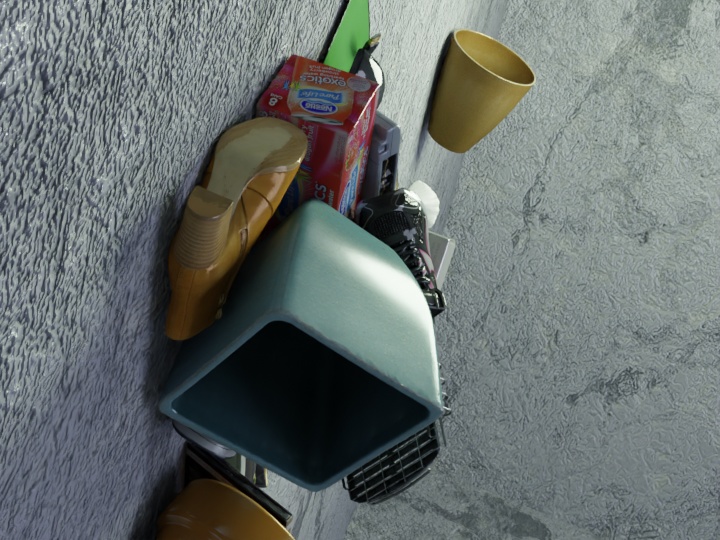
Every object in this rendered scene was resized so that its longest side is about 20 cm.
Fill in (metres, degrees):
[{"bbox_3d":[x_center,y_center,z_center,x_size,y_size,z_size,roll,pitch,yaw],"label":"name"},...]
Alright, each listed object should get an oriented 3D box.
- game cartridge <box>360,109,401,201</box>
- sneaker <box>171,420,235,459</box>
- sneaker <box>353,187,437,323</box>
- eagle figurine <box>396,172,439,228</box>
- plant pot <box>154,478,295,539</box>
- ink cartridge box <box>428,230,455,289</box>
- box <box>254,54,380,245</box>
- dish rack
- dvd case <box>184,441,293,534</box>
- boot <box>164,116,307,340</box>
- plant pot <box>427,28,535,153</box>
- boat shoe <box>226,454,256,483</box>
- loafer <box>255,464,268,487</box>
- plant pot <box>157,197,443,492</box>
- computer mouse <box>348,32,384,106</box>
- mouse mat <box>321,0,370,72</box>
[{"bbox_3d":[-0.017,-0.109,1.201,0.040,0.133,0.202,-33,146,-34],"label":"game cartridge"},{"bbox_3d":[-0.124,0.104,1.120,0.148,0.076,0.202,-61,-178,8],"label":"sneaker"},{"bbox_3d":[0.053,-0.004,1.170,0.201,0.079,0.087,63,6,-51],"label":"sneaker"},{"bbox_3d":[0.019,-0.078,1.470,0.153,0.150,0.200,-63,173,-2],"label":"eagle figurine"},{"bbox_3d":[-0.168,0.355,1.126,0.183,0.198,0.202,-45,157,-35],"label":"plant pot"},{"bbox_3d":[0.000,0.000,1.326,0.083,0.197,0.149,8,102,-79],"label":"ink cartridge box"},{"bbox_3d":[-0.051,-0.102,1.106,0.202,0.098,0.096,101,13,-46],"label":"box"},{"bbox_3d":[0.032,0.129,1.095,0.153,0.054,0.203,-39,-132,38],"label":"dish rack"},{"bbox_3d":[-0.144,0.294,1.228,0.016,0.148,0.202,-38,151,-39],"label":"dvd case"},{"bbox_3d":[-0.118,-0.039,0.970,0.202,0.070,0.145,-55,168,-50],"label":"boot"},{"bbox_3d":[0.220,-0.339,2.144,0.202,0.185,0.187,-60,178,31],"label":"plant pot"},{"bbox_3d":[-0.159,0.260,1.301,0.061,0.071,0.204,-47,153,-59],"label":"boat shoe"},{"bbox_3d":[-0.119,0.177,1.375,0.073,0.071,0.203,61,48,-77],"label":"loafer"},{"bbox_3d":[-0.049,0.053,1.035,0.196,0.194,0.202,-38,-148,37],"label":"plant pot"},{"bbox_3d":[0.009,-0.221,1.268,0.200,0.045,0.142,120,-9,-73],"label":"computer mouse"},{"bbox_3d":[-0.019,-0.249,1.303,0.200,0.007,0.163,81,29,-71],"label":"mouse mat"}]
